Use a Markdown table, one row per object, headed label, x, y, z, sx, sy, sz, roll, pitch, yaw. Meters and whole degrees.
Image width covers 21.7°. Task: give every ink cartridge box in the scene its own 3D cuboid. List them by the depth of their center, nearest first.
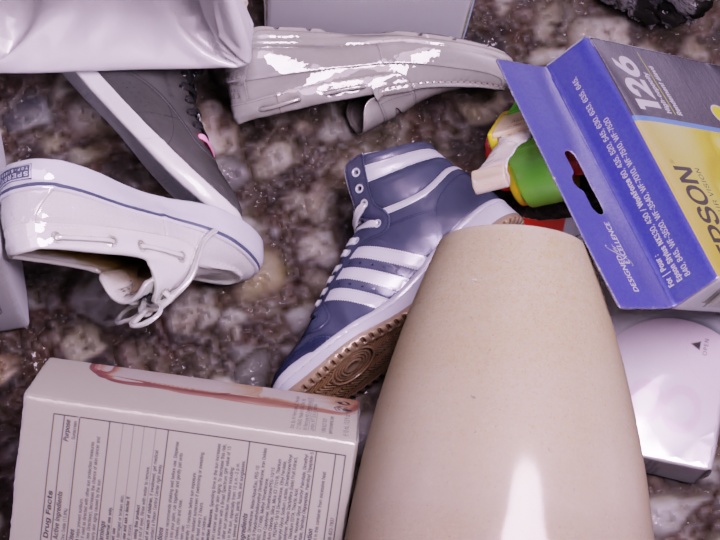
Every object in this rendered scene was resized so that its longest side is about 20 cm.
| label | x | y | z | sx | sy | sz | roll | pitch | yaw |
| --- | --- | --- | --- | --- | --- | --- | --- | --- | --- |
| ink cartridge box | 0.204 | -0.061 | 1.203 | 0.199 | 0.047 | 0.198 | 6 | 50 | -42 |
| ink cartridge box | 0.142 | 0.039 | 1.231 | 0.199 | 0.057 | 0.163 | 14 | 69 | -3 |
| ink cartridge box | 0.010 | -0.269 | 1.321 | 0.144 | 0.084 | 0.201 | 4 | 69 | -2 |

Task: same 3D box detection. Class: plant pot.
| label | x | y | z | sx | sy | sz | roll | pitch | yaw |
| --- | --- | --- | --- | --- | --- | --- | --- | --- | --- |
| plant pot | 0.086 | 0.081 | 1.125 | 0.186 | 0.187 | 0.201 | 4 | 74 | -2 |

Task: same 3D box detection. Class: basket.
| label | x | y | z | sx | sy | sz | roll | pitch | yaw |
| --- | --- | --- | --- | --- | --- | --- | --- | --- | --- |
| basket | -0.171 | -0.211 | 1.196 | 0.199 | 0.136 | 0.124 | 0 | 67 | 7 |

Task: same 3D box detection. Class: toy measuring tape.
| label | x | y | z | sx | sy | sz | roll | pitch | yaw |
| --- | --- | --- | --- | --- | --- | --- | --- | --- | --- |
| toy measuring tape | 0.110 | -0.064 | 1.218 | 0.073 | 0.074 | 0.200 | 24 | 25 | 6 |

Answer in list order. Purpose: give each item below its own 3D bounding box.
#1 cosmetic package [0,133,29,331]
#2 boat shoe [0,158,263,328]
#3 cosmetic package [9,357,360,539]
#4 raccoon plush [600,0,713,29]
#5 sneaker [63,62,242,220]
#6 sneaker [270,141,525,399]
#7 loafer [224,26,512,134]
| label | x | y | z | sx | sy | sz | roll | pitch | yaw |
| --- | --- | --- | --- | --- | --- | --- | --- | --- | --- |
| cosmetic package | -0.324 | -0.050 | 1.171 | 0.199 | 0.168 | 0.167 | -10 | 69 | -6 |
| boat shoe | -0.138 | -0.002 | 1.171 | 0.074 | 0.201 | 0.087 | -16 | 66 | 36 |
| cosmetic package | -0.104 | 0.123 | 1.143 | 0.199 | 0.087 | 0.104 | 9 | 104 | -1 |
| raccoon plush | 0.216 | -0.263 | 1.288 | 0.096 | 0.200 | 0.134 | 20 | 67 | 33 |
| sneaker | -0.121 | -0.120 | 1.262 | 0.099 | 0.071 | 0.200 | -38 | 71 | -11 |
| sneaker | 0.000 | 0.000 | 1.226 | 0.200 | 0.070 | 0.109 | -40 | 66 | -8 |
| loafer | 0.006 | -0.127 | 1.280 | 0.199 | 0.070 | 0.070 | 0 | 92 | -10 |
